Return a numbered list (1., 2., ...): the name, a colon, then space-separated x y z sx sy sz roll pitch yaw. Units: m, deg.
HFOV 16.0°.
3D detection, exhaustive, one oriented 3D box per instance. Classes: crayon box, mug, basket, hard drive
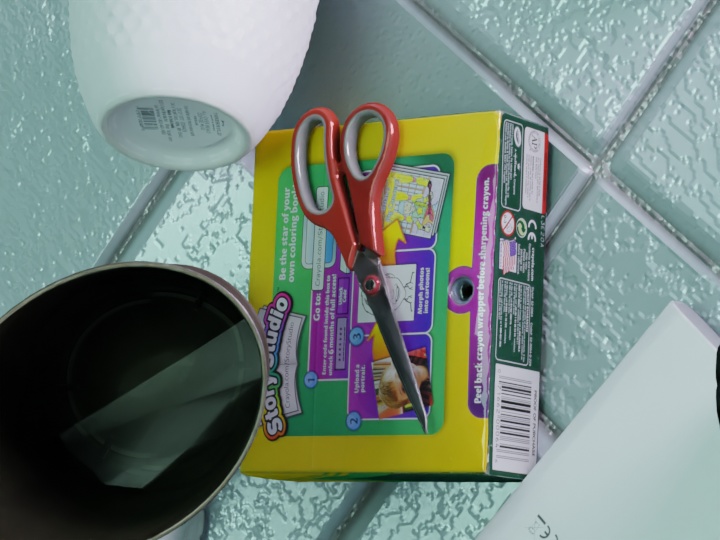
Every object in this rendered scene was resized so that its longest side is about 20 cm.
1. crayon box: 0.018 0.018 1.445 0.172 0.058 0.201 -3 80 37
2. mug: -0.101 -0.143 1.496 0.200 0.147 0.176 111 166 -62
3. basket: -0.116 0.061 1.360 0.180 0.200 0.136 -32 91 9
4. hard drive: 0.148 0.134 1.352 0.200 0.027 0.132 -52 58 18

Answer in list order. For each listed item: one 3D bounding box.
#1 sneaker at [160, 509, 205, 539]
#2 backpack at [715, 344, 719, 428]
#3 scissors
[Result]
1. sneaker: -0.126 0.116 1.515 0.074 0.087 0.201 32 102 34
2. backpack: 0.246 0.076 1.176 0.167 0.200 0.163 -14 75 13
3. scissors: 0.000 0.000 1.418 0.073 0.014 0.201 -16 73 31
